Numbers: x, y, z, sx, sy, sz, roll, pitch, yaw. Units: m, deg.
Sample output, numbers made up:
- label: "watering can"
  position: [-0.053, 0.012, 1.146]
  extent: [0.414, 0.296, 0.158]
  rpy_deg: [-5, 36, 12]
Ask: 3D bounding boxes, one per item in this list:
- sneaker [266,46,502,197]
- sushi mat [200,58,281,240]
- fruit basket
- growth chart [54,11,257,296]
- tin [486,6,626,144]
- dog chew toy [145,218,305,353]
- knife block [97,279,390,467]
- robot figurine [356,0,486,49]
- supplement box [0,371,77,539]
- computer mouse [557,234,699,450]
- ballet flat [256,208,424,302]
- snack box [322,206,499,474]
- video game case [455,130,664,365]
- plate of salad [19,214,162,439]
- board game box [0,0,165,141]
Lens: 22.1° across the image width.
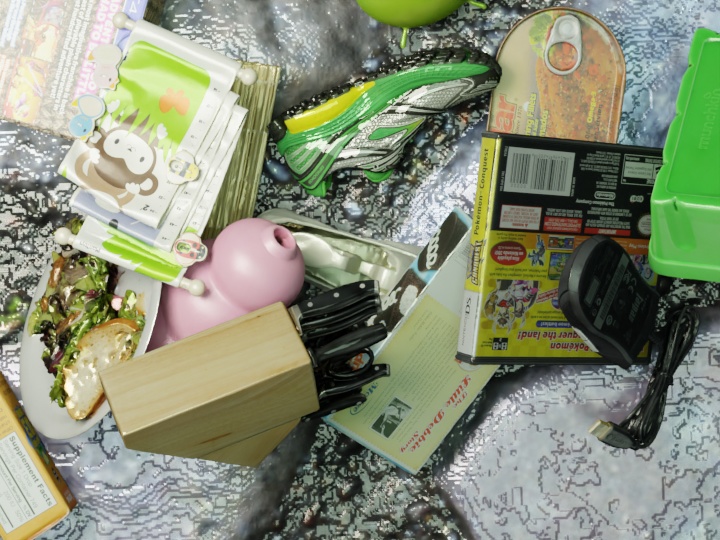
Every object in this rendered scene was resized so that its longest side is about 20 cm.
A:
- label: "sneaker"
  position: [0.027, -0.126, 1.528]
  extent: [0.198, 0.078, 0.086]
  rpy_deg: [-23, 101, 13]
- label: "sushi mat"
  position: [-0.131, -0.082, 1.555]
  extent: [0.095, 0.012, 0.202]
  rpy_deg: [11, 93, -2]
- label: "fruit basket"
  position: [0.329, -0.075, 1.501]
  extent: [0.154, 0.215, 0.218]
  rpy_deg: [7, 93, 27]
- label: "growth chart"
  position: [-0.163, -0.093, 1.433]
  extent: [0.143, 0.018, 0.202]
  rpy_deg: [15, 80, 3]
- label: "tin"
  position: [0.158, -0.118, 1.541]
  extent: [0.111, 0.042, 0.203]
  rpy_deg: [8, 94, -4]
- label: "dog chew toy"
  position: [-0.116, 0.033, 1.479]
  extent: [0.124, 0.125, 0.200]
  rpy_deg: [44, 126, -2]
- label: "knife block"
  position: [-0.074, 0.068, 1.400]
  extent: [0.176, 0.199, 0.064]
  rpy_deg: [-49, 50, 25]
- label: "robot figurine"
  position: [0.028, -0.288, 1.492]
  extent: [0.174, 0.116, 0.202]
  rpy_deg: [-24, 93, 2]
- label: "supplement box"
  position: [-0.314, 0.130, 1.540]
  extent: [0.068, 0.067, 0.201]
  rpy_deg: [-28, 93, -2]
- label: "computer mouse"
  position: [0.197, 0.061, 1.488]
  extent: [0.046, 0.200, 0.142]
  rpy_deg: [13, 76, 41]
- label: "ballet flat"
  position: [0.000, 0.000, 1.534]
  extent: [0.198, 0.069, 0.070]
  rpy_deg: [19, 93, -1]
- label: "snack box"
  position: [0.061, 0.060, 1.513]
  extent: [0.116, 0.037, 0.201]
  rpy_deg: [34, 96, -37]
- label: "video game case"
  position: [0.169, -0.015, 1.495]
  extent: [0.198, 0.025, 0.183]
  rpy_deg: [2, 97, -36]
- label: "plate of salad"
  position: [-0.227, 0.035, 1.481]
  extent: [0.048, 0.200, 0.202]
  rpy_deg: [21, 94, -37]
- label: "board game box"
  position: [-0.272, -0.201, 1.506]
  extent: [0.198, 0.097, 0.161]
  rpy_deg: [17, 93, -1]
